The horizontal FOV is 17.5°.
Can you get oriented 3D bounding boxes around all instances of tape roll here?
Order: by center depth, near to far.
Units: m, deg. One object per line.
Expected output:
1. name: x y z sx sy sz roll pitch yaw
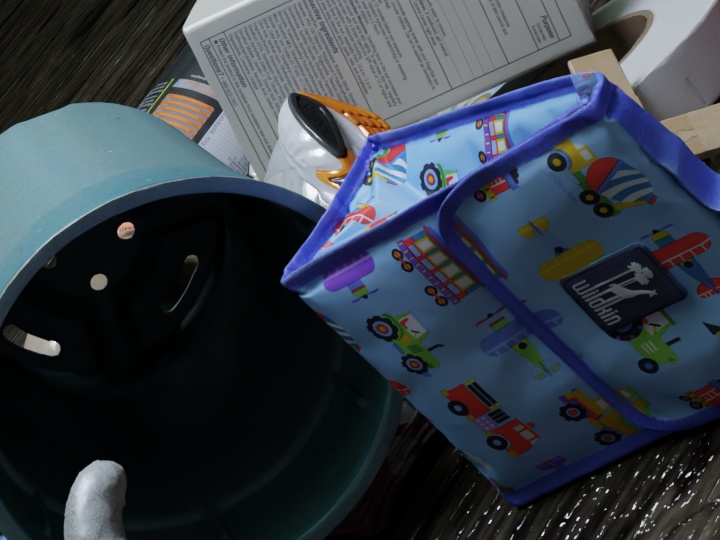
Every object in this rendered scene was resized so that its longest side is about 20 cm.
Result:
1. tape roll: 0.119 -0.087 1.213 0.203 0.037 0.203 -38 13 10

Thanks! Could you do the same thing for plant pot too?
1. plant pot: -0.106 0.019 1.091 0.200 0.200 0.196 -45 31 1

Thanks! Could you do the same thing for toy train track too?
1. toy train track: 0.089 -0.036 1.084 0.199 0.115 0.033 -17 -29 -13

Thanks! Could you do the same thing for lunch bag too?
1. lunch bag: 0.093 -0.003 0.944 0.200 0.151 0.094 -24 28 49

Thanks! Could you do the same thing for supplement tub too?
1. supplement tub: -0.103 -0.069 1.563 0.122 0.123 0.200 -17 33 56

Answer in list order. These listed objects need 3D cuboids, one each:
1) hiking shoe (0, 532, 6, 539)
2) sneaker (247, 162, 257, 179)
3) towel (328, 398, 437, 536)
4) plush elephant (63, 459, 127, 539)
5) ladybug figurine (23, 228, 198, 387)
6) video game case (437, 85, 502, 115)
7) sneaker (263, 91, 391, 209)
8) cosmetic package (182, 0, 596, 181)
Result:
1. hiking shoe: -0.176 0.168 1.245 0.200 0.086 0.075 -59 -13 -52
2. sneaker: -0.013 -0.032 1.322 0.089 0.079 0.200 -26 31 22
3. towel: 0.017 0.059 1.187 0.200 0.023 0.144 -54 19 -26
4. plush elephant: -0.116 0.150 0.924 0.155 0.200 0.165 -31 -6 -25
5. ladybug figurine: -0.117 0.047 1.293 0.072 0.136 0.200 -23 -4 34
6. video game case: 0.033 -0.052 1.388 0.200 0.022 0.182 -49 18 -10
7. sneaker: 0.000 0.000 1.179 0.092 0.075 0.200 -64 33 30
8. cosmetic package: 0.016 -0.135 1.261 0.199 0.104 0.073 -23 17 11
